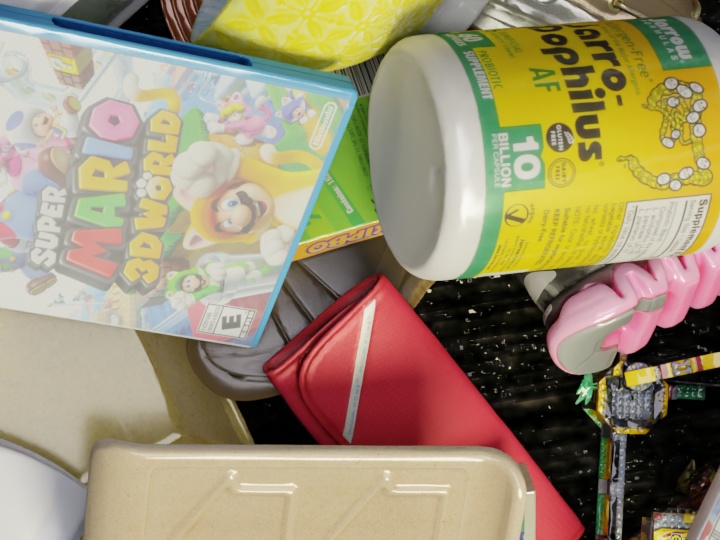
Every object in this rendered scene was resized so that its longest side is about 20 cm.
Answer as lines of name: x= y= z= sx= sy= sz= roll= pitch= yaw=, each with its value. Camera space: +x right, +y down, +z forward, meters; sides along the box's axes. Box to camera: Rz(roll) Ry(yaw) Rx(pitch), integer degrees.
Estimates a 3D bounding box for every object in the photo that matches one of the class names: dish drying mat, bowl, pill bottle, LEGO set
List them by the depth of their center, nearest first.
pill bottle: x=0.113 y=-0.059 z=1.338 sx=0.199 sy=0.113 sz=0.113 roll=-5 pitch=90 yaw=-20
bowl: x=0.016 y=-0.165 z=1.353 sx=0.107 sy=0.200 sz=0.201 roll=31 pitch=87 yaw=-11
dish drying mat: x=0.035 y=0.091 z=1.409 sx=0.077 sy=0.018 sz=0.200 roll=-42 pitch=122 yaw=-6
LEGO set: x=0.199 y=0.112 z=1.420 sx=0.199 sy=0.116 sz=0.154 roll=13 pitch=87 yaw=-8

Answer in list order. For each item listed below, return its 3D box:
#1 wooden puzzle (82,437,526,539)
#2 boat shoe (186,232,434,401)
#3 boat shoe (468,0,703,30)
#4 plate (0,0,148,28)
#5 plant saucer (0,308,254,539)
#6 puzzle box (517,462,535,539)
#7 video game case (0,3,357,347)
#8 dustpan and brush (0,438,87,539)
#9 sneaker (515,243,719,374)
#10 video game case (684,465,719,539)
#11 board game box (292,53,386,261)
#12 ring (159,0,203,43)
wooden puzzle: x=-0.033 y=0.151 z=1.361 sx=0.199 sy=0.046 sz=0.186 roll=4 pitch=122 yaw=-7
boat shoe: x=0.000 y=0.000 z=1.420 sx=0.200 sy=0.065 sz=0.073 roll=-33 pitch=88 yaw=-13
boat shoe: x=0.136 y=-0.120 z=1.434 sx=0.199 sy=0.074 sz=0.067 roll=19 pitch=91 yaw=-15
plate: x=-0.106 y=-0.153 z=1.341 sx=0.200 sy=0.200 sz=0.032 roll=-43 pitch=89 yaw=2
plant saucer: x=-0.179 y=0.049 z=1.418 sx=0.199 sy=0.048 sz=0.201 roll=-25 pitch=92 yaw=-6
puzzle box: x=-0.012 y=0.164 z=1.413 sx=0.199 sy=0.025 sz=0.133 roll=-6 pitch=123 yaw=-7
video game case: x=-0.115 y=-0.041 z=1.298 sx=0.199 sy=0.018 sz=0.143 roll=10 pitch=119 yaw=-25
dustpan and brush: x=-0.244 y=0.111 z=1.367 sx=0.200 sy=0.057 sz=0.140 roll=35 pitch=75 yaw=-11
sneaker: x=0.157 y=-0.028 z=1.434 sx=0.200 sy=0.079 sz=0.095 roll=-23 pitch=61 yaw=-27
video game case: x=0.249 y=0.095 z=1.394 sx=0.143 sy=0.018 sz=0.200 roll=35 pitch=62 yaw=-11
board game box: x=-0.063 y=-0.045 z=1.382 sx=0.199 sy=0.030 sz=0.096 roll=-15 pitch=69 yaw=-10
ring: x=-0.004 y=-0.158 z=1.453 sx=0.200 sy=0.019 sz=0.201 roll=0 pitch=90 yaw=-7
